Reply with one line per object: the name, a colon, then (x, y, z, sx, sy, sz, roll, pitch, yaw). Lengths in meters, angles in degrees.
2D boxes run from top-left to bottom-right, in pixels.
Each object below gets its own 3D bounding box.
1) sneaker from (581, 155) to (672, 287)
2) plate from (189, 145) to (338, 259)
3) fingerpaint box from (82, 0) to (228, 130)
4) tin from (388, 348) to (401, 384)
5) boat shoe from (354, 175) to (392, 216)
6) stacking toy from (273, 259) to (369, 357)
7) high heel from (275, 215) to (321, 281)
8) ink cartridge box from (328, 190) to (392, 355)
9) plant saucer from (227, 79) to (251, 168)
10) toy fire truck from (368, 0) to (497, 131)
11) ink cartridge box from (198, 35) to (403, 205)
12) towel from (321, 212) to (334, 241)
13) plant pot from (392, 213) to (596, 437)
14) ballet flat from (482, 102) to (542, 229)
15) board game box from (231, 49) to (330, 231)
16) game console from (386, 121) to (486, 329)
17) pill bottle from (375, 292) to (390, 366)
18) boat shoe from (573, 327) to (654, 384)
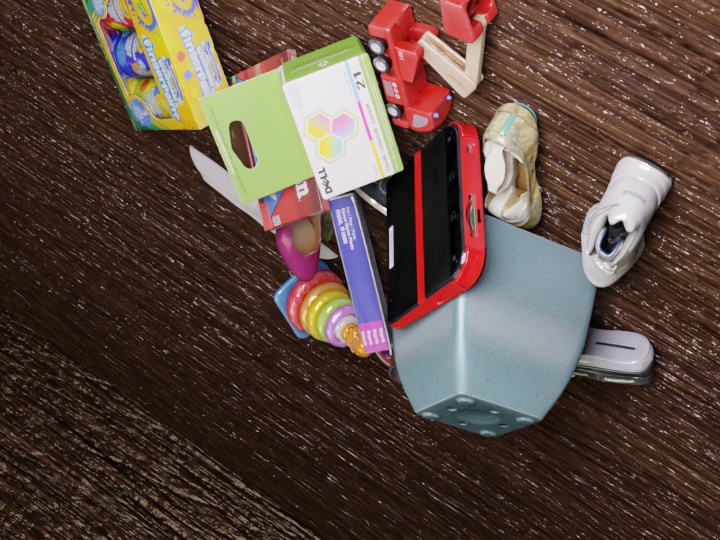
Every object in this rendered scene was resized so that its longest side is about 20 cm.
sneaker: (0.265, -0.036, 1.058, 0.074, 0.088, 0.201, 27, 154, 17)
plate: (-0.147, -0.090, 1.453, 0.199, 0.033, 0.199, 36, 179, 43)
fingerpaint box: (-0.267, -0.289, 1.301, 0.165, 0.073, 0.203, 9, 126, 46)
tin: (0.122, 0.147, 1.425, 0.110, 0.043, 0.199, -11, 151, 36)
boat shoe: (0.055, -0.098, 1.278, 0.199, 0.068, 0.071, 39, -159, 21)
stacking toy: (-0.037, 0.078, 1.555, 0.199, 0.109, 0.117, 38, 163, 50)
high heel: (-0.064, -0.062, 1.306, 0.095, 0.067, 0.203, 22, 136, 40)
ink cartridge box: (0.000, 0.000, 1.276, 0.200, 0.042, 0.200, -63, -41, -84)
plant saucer: (-0.120, -0.168, 1.339, 0.197, 0.029, 0.203, 24, 138, 24)
toy fire truck: (0.080, -0.221, 1.041, 0.139, 0.049, 0.202, 22, 150, 31)
ink cartridge box: (-0.067, -0.156, 1.140, 0.076, 0.197, 0.150, -110, -1, -61)
towel: (-0.088, -0.131, 1.425, 0.147, 0.037, 0.201, 35, 154, 9)
plant pot: (0.149, 0.081, 1.183, 0.193, 0.204, 0.196, 18, 155, -20)
ballet flat: (0.164, -0.099, 1.111, 0.070, 0.071, 0.201, 25, 152, 24)
board game box: (-0.101, -0.161, 1.245, 0.102, 0.019, 0.204, -15, 86, 36)
game console: (0.081, -0.053, 1.141, 0.031, 0.204, 0.177, 13, 152, -24)
pill bottle: (0.083, 0.064, 1.431, 0.112, 0.113, 0.201, 35, 154, 6)
boat shoe: (0.284, 0.111, 1.288, 0.197, 0.072, 0.072, 14, 142, 38)
